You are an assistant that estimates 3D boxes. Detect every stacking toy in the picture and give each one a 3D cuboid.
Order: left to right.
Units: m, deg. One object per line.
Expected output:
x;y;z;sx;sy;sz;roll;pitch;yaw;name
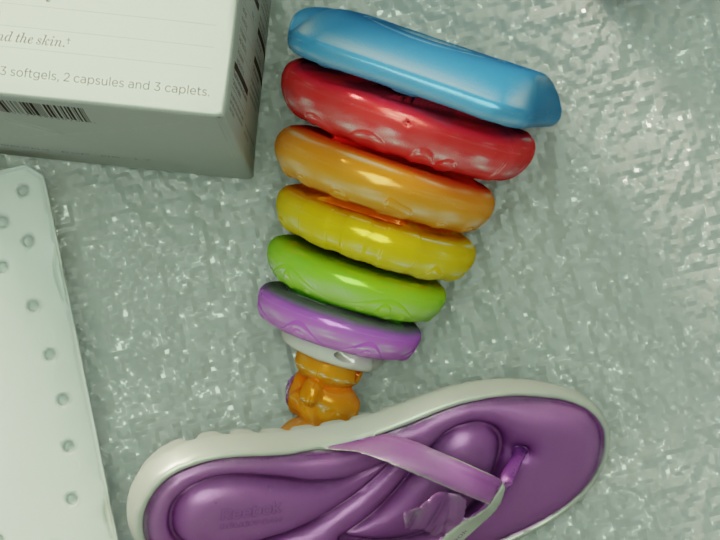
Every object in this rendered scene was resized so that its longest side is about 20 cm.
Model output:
0.000;0.000;1.208;0.109;0.116;0.201;19;98;10;stacking toy

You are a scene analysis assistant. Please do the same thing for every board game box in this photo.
-0.210;0.074;1.230;0.199;0.026;0.201;-12;83;0;board game box

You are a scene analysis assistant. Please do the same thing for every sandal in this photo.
0.008;0.097;1.185;0.202;0.050;0.083;-9;123;-12;sandal

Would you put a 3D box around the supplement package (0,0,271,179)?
-0.111;-0.154;1.193;0.151;0.151;0.201;6;83;3;supplement package
